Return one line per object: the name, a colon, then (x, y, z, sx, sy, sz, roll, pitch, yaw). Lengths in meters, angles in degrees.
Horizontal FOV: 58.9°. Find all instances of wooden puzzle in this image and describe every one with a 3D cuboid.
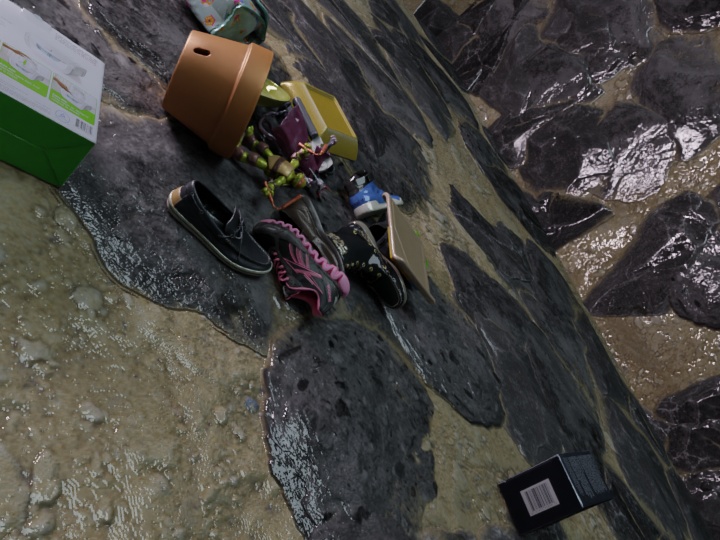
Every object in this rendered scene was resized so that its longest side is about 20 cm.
wooden puzzle: (0.098, -0.045, 1.384, 0.185, 0.037, 0.203, 49, 24, -45)

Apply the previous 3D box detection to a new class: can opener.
can opener: (-0.121, -0.302, 1.457, 0.067, 0.052, 0.203, 88, -24, -74)

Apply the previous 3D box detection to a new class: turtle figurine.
turtle figurine: (-0.157, -0.203, 1.204, 0.160, 0.065, 0.201, 34, 55, -2)

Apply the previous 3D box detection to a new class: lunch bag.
lunch bag: (-0.297, -0.594, 1.420, 0.171, 0.121, 0.200, 53, 18, 4)

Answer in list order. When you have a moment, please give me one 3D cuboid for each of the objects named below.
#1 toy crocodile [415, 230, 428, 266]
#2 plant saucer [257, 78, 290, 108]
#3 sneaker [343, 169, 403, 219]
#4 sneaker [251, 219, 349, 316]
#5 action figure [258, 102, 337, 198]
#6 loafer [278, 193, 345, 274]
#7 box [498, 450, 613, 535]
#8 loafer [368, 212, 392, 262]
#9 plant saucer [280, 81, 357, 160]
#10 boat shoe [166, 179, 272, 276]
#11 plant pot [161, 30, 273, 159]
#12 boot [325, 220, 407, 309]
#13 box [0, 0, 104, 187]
toy crocodile: (0.111, -0.048, 1.528, 0.067, 0.061, 0.203, 24, 44, -46)
plant saucer: (-0.238, -0.380, 1.296, 0.197, 0.031, 0.201, 25, 22, -11)
sneaker: (0.029, -0.190, 1.528, 0.199, 0.076, 0.113, -19, 83, -56)
sneaker: (-0.114, -0.001, 1.078, 0.199, 0.079, 0.096, 40, 60, -2)
action figure: (-0.133, -0.237, 1.327, 0.134, 0.147, 0.202, -45, 119, -38)
loafer: (-0.094, -0.040, 1.172, 0.070, 0.073, 0.202, -21, 76, -28)
box: (0.402, 0.452, 1.309, 0.199, 0.148, 0.108, 18, 43, -51)
loafer: (0.049, -0.082, 1.443, 0.071, 0.067, 0.202, 51, 29, -24)
plant saucer: (-0.089, -0.384, 1.597, 0.199, 0.048, 0.202, 3, 55, -58)
boat shoe: (-0.208, -0.064, 0.997, 0.200, 0.062, 0.075, 43, 26, -25)
plant pot: (-0.252, -0.314, 1.099, 0.138, 0.201, 0.202, 22, 36, -20)
boot: (-0.001, 0.000, 1.266, 0.206, 0.073, 0.153, 58, 31, 8)
box: (-0.431, -0.234, 0.785, 0.199, 0.096, 0.179, 28, 35, -41)
